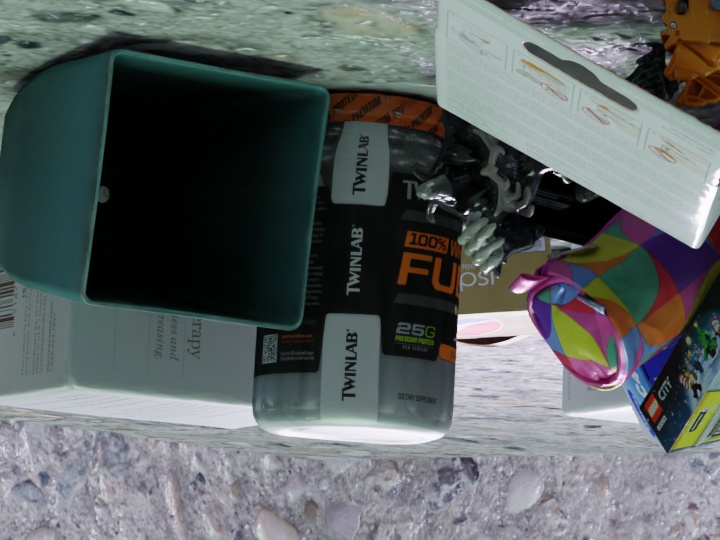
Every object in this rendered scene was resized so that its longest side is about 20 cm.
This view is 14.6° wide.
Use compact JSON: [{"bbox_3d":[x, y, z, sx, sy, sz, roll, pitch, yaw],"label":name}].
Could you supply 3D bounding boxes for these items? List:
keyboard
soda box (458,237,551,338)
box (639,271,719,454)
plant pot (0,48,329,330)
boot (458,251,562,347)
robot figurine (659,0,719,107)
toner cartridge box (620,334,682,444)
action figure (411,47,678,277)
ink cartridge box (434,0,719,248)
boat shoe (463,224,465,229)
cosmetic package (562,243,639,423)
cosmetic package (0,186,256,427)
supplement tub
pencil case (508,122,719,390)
[{"bbox_3d":[0.122,-0.031,1.751,0.200,0.040,0.104,18,-150,35],"label":"keyboard"},{"bbox_3d":[0.049,0.016,2.152,0.199,0.064,0.068,-3,162,3],"label":"soda box"},{"bbox_3d":[0.256,0.019,1.598,0.136,0.038,0.200,-11,145,-30],"label":"box"},{"bbox_3d":[-0.136,-0.047,1.650,0.141,0.142,0.200,8,178,-31],"label":"plant pot"},{"bbox_3d":[0.149,0.031,2.280,0.097,0.075,0.200,14,165,-40],"label":"boot"},{"bbox_3d":[0.246,-0.109,1.333,0.199,0.058,0.145,2,174,11],"label":"robot figurine"},{"bbox_3d":[0.243,0.016,1.711,0.200,0.095,0.043,-32,-163,-17],"label":"toner cartridge box"},{"bbox_3d":[0.088,-0.062,1.547,0.200,0.119,0.102,-17,174,40],"label":"action figure"},{"bbox_3d":[0.114,-0.089,1.371,0.160,0.047,0.200,30,169,9],"label":"ink cartridge box"},{"bbox_3d":[-0.019,-0.042,1.798,0.199,0.064,0.071,14,-151,-26],"label":"boat shoe"},{"bbox_3d":[0.256,0.019,1.840,0.199,0.167,0.167,7,171,-19],"label":"cosmetic package"},{"bbox_3d":[-0.131,0.011,1.870,0.199,0.168,0.166,7,171,-28],"label":"cosmetic package"},{"bbox_3d":[0.000,0.000,1.683,0.122,0.201,0.123,3,173,0],"label":"supplement tub"},{"bbox_3d":[0.184,-0.016,1.620,0.200,0.089,0.088,-36,-169,-26],"label":"pencil case"}]
